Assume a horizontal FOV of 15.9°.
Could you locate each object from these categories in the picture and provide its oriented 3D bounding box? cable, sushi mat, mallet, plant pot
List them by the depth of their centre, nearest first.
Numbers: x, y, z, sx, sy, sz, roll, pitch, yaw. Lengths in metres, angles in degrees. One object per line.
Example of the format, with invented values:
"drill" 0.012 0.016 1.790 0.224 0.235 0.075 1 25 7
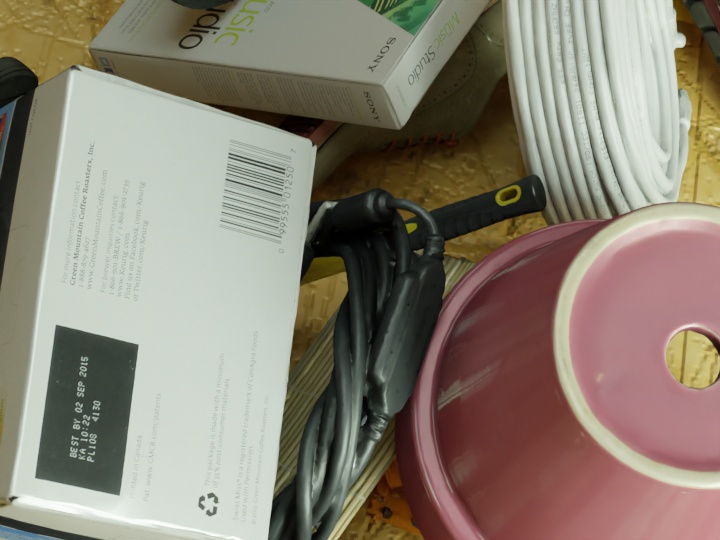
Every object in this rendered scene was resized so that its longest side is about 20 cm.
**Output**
"plant pot" 0.127 0.057 1.168 0.200 0.179 0.200 3 71 -10
"cable" -0.040 0.054 1.222 0.051 0.163 0.200 27 75 -37
"sushi mat" -0.007 0.066 1.274 0.096 0.012 0.200 13 60 47
"mallet" 0.000 0.000 1.296 0.200 0.041 0.066 -12 61 24
"cable" 0.122 -0.111 1.344 0.069 0.200 0.200 -6 39 15

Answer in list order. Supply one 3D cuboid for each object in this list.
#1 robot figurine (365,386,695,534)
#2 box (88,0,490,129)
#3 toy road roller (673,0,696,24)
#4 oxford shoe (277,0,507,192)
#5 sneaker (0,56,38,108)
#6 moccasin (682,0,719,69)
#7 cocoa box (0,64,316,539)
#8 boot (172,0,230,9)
"robot figurine" 0.111 0.103 1.288 0.200 0.058 0.145 15 58 2
"box" -0.029 -0.145 1.386 0.200 0.036 0.144 11 51 33
"toy road roller" 0.148 -0.239 1.457 0.200 0.146 0.123 16 61 2
"oxford shoe" 0.026 -0.088 1.394 0.200 0.070 0.075 -41 108 -12
"sneaker" -0.203 -0.013 1.319 0.104 0.060 0.200 33 64 14
"moccasin" 0.221 -0.161 1.408 0.078 0.074 0.201 -42 113 -32
"cocoa box" -0.118 0.029 1.188 0.133 0.131 0.200 15 71 -29
"boot" -0.123 -0.226 1.401 0.174 0.069 0.200 19 43 12
